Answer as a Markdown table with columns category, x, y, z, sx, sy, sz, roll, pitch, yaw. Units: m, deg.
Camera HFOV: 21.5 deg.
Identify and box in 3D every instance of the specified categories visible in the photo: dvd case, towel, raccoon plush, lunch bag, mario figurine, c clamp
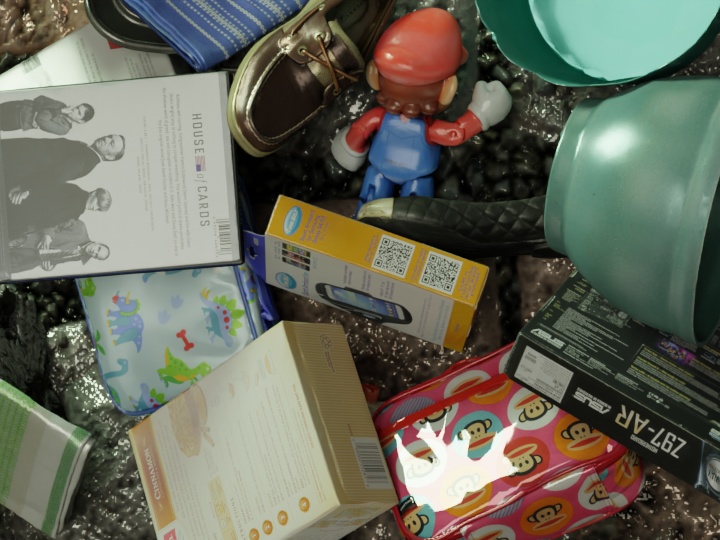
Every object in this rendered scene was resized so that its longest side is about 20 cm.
| category | x | y | z | sx | sy | sz | roll | pitch | yaw |
| --- | --- | --- | --- | --- | --- | --- | --- | --- | --- |
| dvd case | -0.193 | -0.072 | 1.481 | 0.198 | 0.025 | 0.152 | -4 | 89 | 5 |
| towel | -0.108 | -0.253 | 1.536 | 0.145 | 0.200 | 0.024 | 42 | 147 | 14 |
| raccoon plush | -0.349 | 0.101 | 1.672 | 0.133 | 0.097 | 0.202 | -16 | 88 | 26 |
| lunch bag | -0.153 | 0.016 | 1.604 | 0.159 | 0.082 | 0.202 | -18 | 86 | 18 |
| mario figurine | 0.049 | -0.115 | 1.550 | 0.122 | 0.106 | 0.202 | 5 | 107 | -18 |
| c clamp | -0.144 | -0.236 | 1.551 | 0.169 | 0.027 | 0.202 | 0 | 60 | -15 |
| lunch bag | 0.111 | 0.133 | 1.490 | 0.198 | 0.082 | 0.177 | -25 | 44 | 4 |
| towel | -0.323 | 0.132 | 1.634 | 0.199 | 0.031 | 0.150 | 33 | 136 | 7 |

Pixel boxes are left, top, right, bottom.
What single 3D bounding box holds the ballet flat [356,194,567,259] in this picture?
| category | x | y | z | sx | sy | sz | roll | pitch | yaw |
| --- | --- | --- | --- | --- | --- | --- | --- | --- | --- |
| ballet flat | 0.093 | -0.042 | 1.509 | 0.198 | 0.067 | 0.057 | 2 | 70 | -12 |

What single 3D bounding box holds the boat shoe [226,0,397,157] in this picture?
| category | x | y | z | sx | sy | sz | roll | pitch | yaw |
| --- | --- | --- | --- | --- | --- | --- | --- | --- | --- |
| boat shoe | -0.030 | -0.170 | 1.484 | 0.072 | 0.200 | 0.072 | -14 | 119 | 52 |

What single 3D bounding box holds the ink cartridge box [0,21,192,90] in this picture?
| category | x | y | z | sx | sy | sz | roll | pitch | yaw |
| --- | --- | --- | --- | --- | --- | --- | --- | --- | --- |
| ink cartridge box | -0.231 | -0.116 | 1.572 | 0.199 | 0.083 | 0.147 | -29 | 47 | 5 |

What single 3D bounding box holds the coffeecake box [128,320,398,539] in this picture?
| category | x | y | z | sx | sy | sz | roll | pitch | yaw |
| --- | --- | --- | --- | --- | --- | --- | --- | --- | --- |
| coffeecake box | -0.081 | 0.154 | 1.499 | 0.199 | 0.073 | 0.155 | -35 | 64 | 35 |

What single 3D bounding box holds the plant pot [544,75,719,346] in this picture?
| category | x | y | z | sx | sy | sz | roll | pitch | yaw |
| --- | --- | --- | --- | --- | --- | --- | --- | --- | --- |
| plant pot | 0.217 | -0.058 | 1.421 | 0.133 | 0.200 | 0.203 | 16 | 97 | 20 |

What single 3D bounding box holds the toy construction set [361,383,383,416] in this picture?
| category | x | y | z | sx | sy | sz | roll | pitch | yaw |
| --- | --- | --- | --- | --- | --- | --- | --- | --- | --- |
| toy construction set | -0.049 | 0.178 | 1.571 | 0.131 | 0.092 | 0.202 | 24 | 92 | 40 |

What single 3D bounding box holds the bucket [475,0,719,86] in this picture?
| category | x | y | z | sx | sy | sz | roll | pitch | yaw |
| --- | --- | --- | --- | --- | --- | --- | --- | --- | --- |
| bucket | 0.194 | -0.235 | 1.452 | 0.205 | 0.135 | 0.210 | 1 | 92 | 17 |

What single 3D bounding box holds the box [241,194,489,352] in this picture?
| category | x | y | z | sx | sy | sz | roll | pitch | yaw |
| --- | --- | --- | --- | --- | --- | --- | --- | --- | --- |
| box | 0.000 | 0.000 | 1.514 | 0.198 | 0.119 | 0.042 | 21 | 71 | 5 |

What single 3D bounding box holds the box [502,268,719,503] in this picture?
| category | x | y | z | sx | sy | sz | roll | pitch | yaw |
| --- | --- | --- | --- | --- | --- | --- | --- | --- | --- |
| box | 0.229 | 0.075 | 1.440 | 0.199 | 0.160 | 0.044 | 30 | 127 | 14 |
